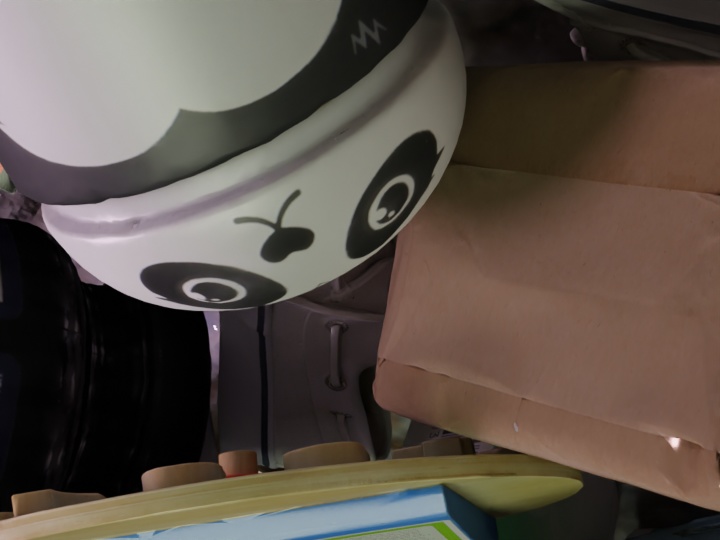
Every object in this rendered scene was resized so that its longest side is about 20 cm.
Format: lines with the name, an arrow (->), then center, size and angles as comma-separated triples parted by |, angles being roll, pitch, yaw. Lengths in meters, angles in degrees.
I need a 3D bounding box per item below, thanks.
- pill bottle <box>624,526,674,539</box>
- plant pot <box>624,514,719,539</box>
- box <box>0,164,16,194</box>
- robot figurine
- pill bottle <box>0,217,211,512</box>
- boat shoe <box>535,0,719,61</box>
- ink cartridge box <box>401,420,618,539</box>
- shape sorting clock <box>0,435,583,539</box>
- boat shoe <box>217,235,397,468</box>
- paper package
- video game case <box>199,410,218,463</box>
pill bottle -> 0.193, 0.145, 0.837 | 0.200, 0.113, 0.113 | -3, 135, 16
plant pot -> 0.120, 0.186, 0.716 | 0.200, 0.200, 0.196 | -13, 97, 25
box -> -0.160, -0.122, 0.665 | 0.200, 0.040, 0.137 | 23, 117, -12
robot figurine -> -0.053, -0.084, 0.590 | 0.150, 0.125, 0.200 | -2, 126, 44
pill bottle -> -0.155, 0.033, 0.755 | 0.200, 0.112, 0.112 | 9, 140, -24
boat shoe -> 0.089, -0.079, 0.664 | 0.200, 0.072, 0.066 | 13, 135, -11
ink cartridge box -> 0.068, 0.154, 0.839 | 0.050, 0.161, 0.200 | -13, 131, 34
shape sorting clock -> -0.035, 0.073, 0.694 | 0.200, 0.039, 0.200 | -8, 165, -2
boat shoe -> -0.001, 0.004, 0.764 | 0.086, 0.075, 0.202 | 9, 140, 4
paper package -> 0.130, 0.014, 0.625 | 0.200, 0.104, 0.191 | 12, 180, -28
video game case -> -0.092, 0.165, 0.859 | 0.022, 0.182, 0.200 | 3, 155, -30
